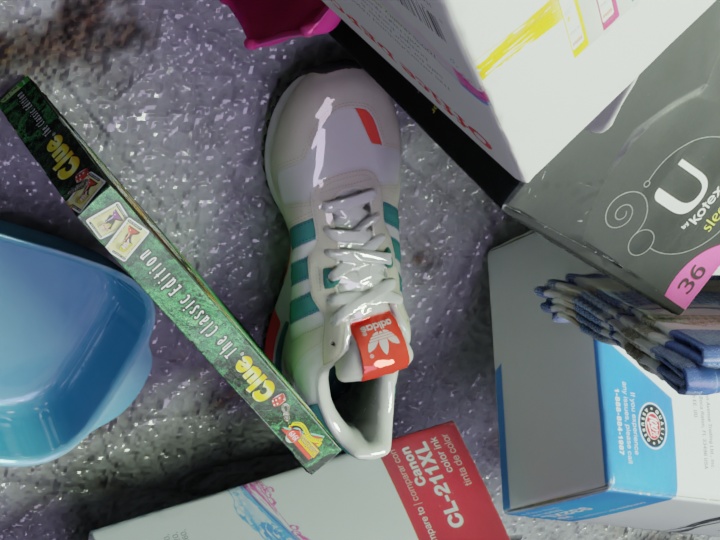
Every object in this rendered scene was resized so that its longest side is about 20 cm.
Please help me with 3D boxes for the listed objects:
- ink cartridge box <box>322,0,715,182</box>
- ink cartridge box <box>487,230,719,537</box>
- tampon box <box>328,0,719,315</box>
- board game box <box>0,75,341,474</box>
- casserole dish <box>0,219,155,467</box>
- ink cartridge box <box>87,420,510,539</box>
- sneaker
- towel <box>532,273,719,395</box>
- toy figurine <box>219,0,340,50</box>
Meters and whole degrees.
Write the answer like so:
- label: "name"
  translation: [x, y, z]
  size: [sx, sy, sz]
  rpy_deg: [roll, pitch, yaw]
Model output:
- label: "ink cartridge box"
  translation: [0.045, -0.136, 0.649]
  size: [0.125, 0.129, 0.200]
  rpy_deg: [-43, 157, -3]
- label: "ink cartridge box"
  translation: [0.171, 0.060, 1.020]
  size: [0.199, 0.146, 0.084]
  rpy_deg: [11, 157, -35]
- label: "tampon box"
  translation: [0.095, -0.109, 0.827]
  size: [0.126, 0.200, 0.150]
  rpy_deg: [27, 106, -40]
- label: "board game box"
  translation: [-0.083, 0.005, 0.864]
  size: [0.023, 0.105, 0.200]
  rpy_deg: [-41, 132, -4]
- label: "casserole dish"
  translation: [-0.185, 0.023, 0.853]
  size: [0.200, 0.039, 0.121]
  rpy_deg: [17, 117, -37]
- label: "ink cartridge box"
  translation: [-0.041, 0.166, 0.981]
  size: [0.199, 0.083, 0.146]
  rpy_deg: [-14, 154, -22]
- label: "sneaker"
  translation: [0.000, 0.000, 0.917]
  size: [0.070, 0.093, 0.200]
  rpy_deg: [-11, 126, -24]
- label: "towel"
  translation: [0.173, 0.026, 0.849]
  size: [0.146, 0.200, 0.024]
  rpy_deg: [0, 98, -12]
- label: "toy figurine"
  translation: [-0.063, -0.165, 0.760]
  size: [0.199, 0.150, 0.184]
  rpy_deg: [-10, 138, 2]
